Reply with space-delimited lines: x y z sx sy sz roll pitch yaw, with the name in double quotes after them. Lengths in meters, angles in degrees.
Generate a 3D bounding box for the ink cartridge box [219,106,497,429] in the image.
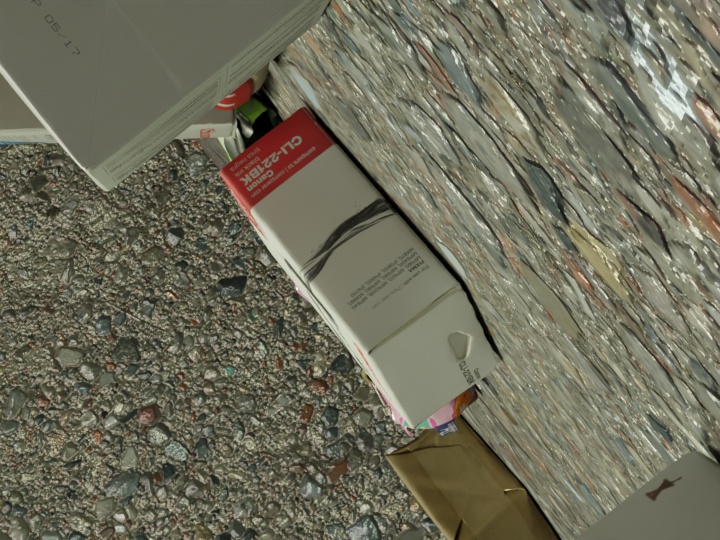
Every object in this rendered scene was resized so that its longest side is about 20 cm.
0.000 0.000 1.285 0.200 0.084 0.144 49 174 30 "ink cartridge box"

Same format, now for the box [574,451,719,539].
0.145 0.218 0.735 0.172 0.200 0.199 55 176 -15 "box"

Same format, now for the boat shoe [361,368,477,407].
0.028 0.075 1.677 0.202 0.075 0.075 48 174 46 "boat shoe"

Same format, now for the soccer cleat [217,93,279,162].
-0.117 -0.150 1.518 0.200 0.068 0.081 52 158 -15 "soccer cleat"

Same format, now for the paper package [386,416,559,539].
0.146 0.290 2.050 0.191 0.103 0.200 47 174 49 "paper package"

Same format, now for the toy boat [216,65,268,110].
-0.142 -0.154 1.199 0.131 0.131 0.200 52 176 -1 "toy boat"

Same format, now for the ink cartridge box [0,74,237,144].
-0.200 -0.147 1.404 0.145 0.199 0.085 -169 77 -84 "ink cartridge box"

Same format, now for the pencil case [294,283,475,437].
0.022 0.051 1.494 0.200 0.087 0.087 56 175 -30 "pencil case"

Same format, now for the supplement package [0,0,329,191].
-0.115 -0.145 0.838 0.152 0.151 0.200 52 176 -4 "supplement package"
